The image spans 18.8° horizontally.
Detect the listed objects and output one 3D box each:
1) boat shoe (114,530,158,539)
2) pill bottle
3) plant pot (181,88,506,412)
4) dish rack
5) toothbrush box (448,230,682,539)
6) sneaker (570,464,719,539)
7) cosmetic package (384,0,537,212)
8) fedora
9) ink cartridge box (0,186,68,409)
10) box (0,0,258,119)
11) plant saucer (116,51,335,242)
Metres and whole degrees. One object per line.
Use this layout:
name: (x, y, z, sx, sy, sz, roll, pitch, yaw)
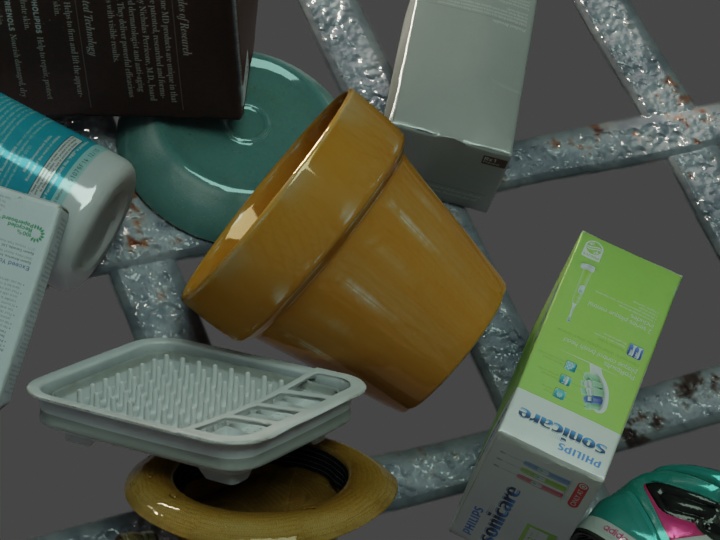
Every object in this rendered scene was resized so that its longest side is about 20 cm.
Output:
boat shoe: (-0.175, 0.257, 1.432, 0.066, 0.074, 0.200, 15, 52, -10)
pill bottle: (-0.277, -0.076, 1.623, 0.200, 0.111, 0.111, 28, 53, 6)
plant pot: (0.000, 0.000, 1.600, 0.183, 0.200, 0.200, 39, 53, -8)
dish rack: (-0.114, 0.098, 1.515, 0.199, 0.044, 0.171, 12, 19, 30)
toothbrush box: (0.149, 0.097, 1.586, 0.086, 0.146, 0.200, 25, 52, 4)
sneaker: (0.266, 0.211, 1.577, 0.200, 0.084, 0.121, 36, 64, 14)
cosmetic package: (0.079, -0.156, 1.791, 0.106, 0.090, 0.200, 16, 55, -3)
fedora: (-0.069, 0.174, 1.488, 0.200, 0.082, 0.201, 3, 16, -1)
ink cartridge box: (-0.329, 0.022, 1.544, 0.196, 0.043, 0.201, 17, 85, 7)
box: (-0.186, -0.233, 1.697, 0.199, 0.164, 0.166, 1, 49, 2)
plant saucer: (-0.095, -0.110, 1.742, 0.199, 0.036, 0.201, 7, 53, -10)
